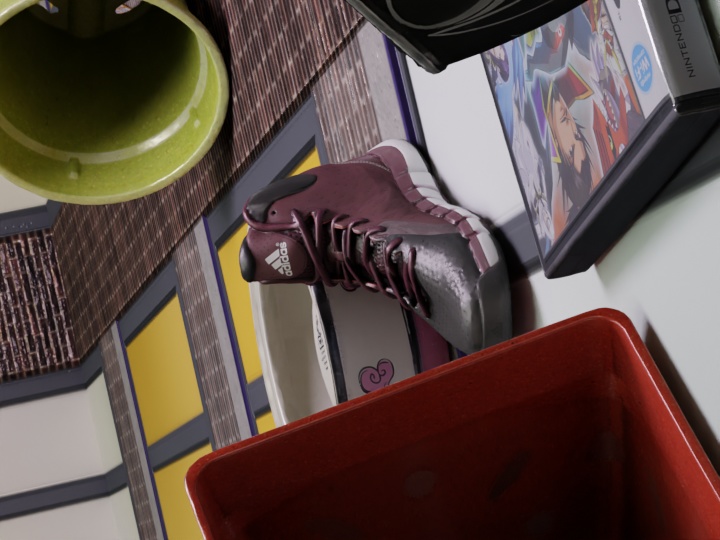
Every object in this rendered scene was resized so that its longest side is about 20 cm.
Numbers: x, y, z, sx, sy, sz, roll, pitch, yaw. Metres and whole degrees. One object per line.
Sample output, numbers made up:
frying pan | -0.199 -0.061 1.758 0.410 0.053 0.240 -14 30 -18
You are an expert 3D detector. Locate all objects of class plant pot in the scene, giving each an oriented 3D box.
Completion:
plant pot | 0.061 0.170 0.953 0.177 0.199 0.200 76 172 -47
plant pot | -0.206 -0.185 1.749 0.185 0.200 0.201 -100 8 -49

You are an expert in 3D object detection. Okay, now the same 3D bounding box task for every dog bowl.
dog bowl | -0.006 0.047 1.328 0.200 0.074 0.201 168 90 -77

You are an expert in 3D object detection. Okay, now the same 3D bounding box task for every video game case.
video game case | 0.085 -0.112 0.939 0.200 0.025 0.181 120 137 -69

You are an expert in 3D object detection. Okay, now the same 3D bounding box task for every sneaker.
sneaker | 0.000 0.000 1.177 0.200 0.115 0.076 -128 29 -61

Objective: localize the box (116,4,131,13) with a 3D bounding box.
box | -0.204 -0.167 2.012 0.200 0.041 0.119 -140 41 -72

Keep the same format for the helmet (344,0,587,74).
helmet | 0.036 -0.182 0.738 0.200 0.191 0.200 44 -174 -5
